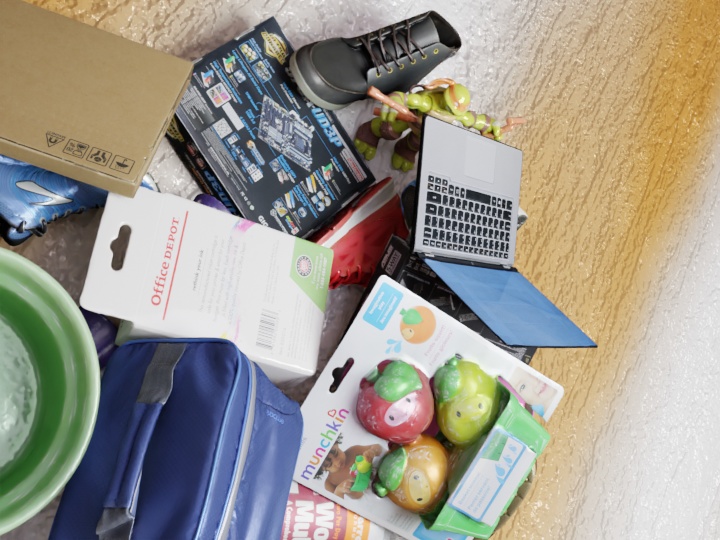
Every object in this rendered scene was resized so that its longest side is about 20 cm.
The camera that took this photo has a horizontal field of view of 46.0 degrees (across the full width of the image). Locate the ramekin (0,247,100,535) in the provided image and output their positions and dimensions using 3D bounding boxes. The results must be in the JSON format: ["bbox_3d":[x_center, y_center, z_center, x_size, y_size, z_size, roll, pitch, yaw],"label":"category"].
[{"bbox_3d":[-0.293,0.086,0.593,0.197,0.097,0.204,8,76,-32],"label":"ramekin"}]

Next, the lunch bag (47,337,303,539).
[{"bbox_3d":[-0.138,0.155,0.623,0.133,0.134,0.203,53,39,-49],"label":"lunch bag"}]

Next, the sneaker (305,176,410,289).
[{"bbox_3d":[0.000,0.000,0.861,0.200,0.078,0.116,-43,102,-31],"label":"sneaker"}]

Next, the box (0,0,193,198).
[{"bbox_3d":[-0.252,-0.151,0.691,0.197,0.021,0.165,18,48,-6],"label":"box"}]

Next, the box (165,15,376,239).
[{"bbox_3d":[-0.095,-0.128,0.843,0.159,0.046,0.202,-41,103,-33],"label":"box"}]

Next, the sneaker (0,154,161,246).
[{"bbox_3d":[-0.265,-0.061,0.709,0.197,0.078,0.091,7,83,-23],"label":"sneaker"}]

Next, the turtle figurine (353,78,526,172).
[{"bbox_3d":[0.060,-0.160,0.881,0.197,0.160,0.066,1,77,-33],"label":"turtle figurine"}]

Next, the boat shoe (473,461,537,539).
[{"bbox_3d":[0.103,0.231,0.825,0.072,0.201,0.067,45,29,19],"label":"boat shoe"}]

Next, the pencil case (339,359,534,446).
[{"bbox_3d":[0.072,0.138,0.816,0.197,0.090,0.096,12,78,-24],"label":"pencil case"}]

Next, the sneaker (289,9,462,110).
[{"bbox_3d":[0.017,-0.226,0.872,0.199,0.105,0.076,-22,85,-51],"label":"sneaker"}]

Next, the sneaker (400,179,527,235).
[{"bbox_3d":[0.101,-0.073,0.935,0.198,0.079,0.091,5,44,-53],"label":"sneaker"}]

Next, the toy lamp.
[{"bbox_3d":[-0.190,0.014,0.746,0.058,0.058,0.201,47,57,-16],"label":"toy lamp"}]

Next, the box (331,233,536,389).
[{"bbox_3d":[0.085,0.074,0.871,0.197,0.050,0.160,21,103,-28],"label":"box"}]

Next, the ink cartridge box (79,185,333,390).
[{"bbox_3d":[-0.129,0.015,0.706,0.197,0.067,0.119,19,64,-23],"label":"ink cartridge box"}]

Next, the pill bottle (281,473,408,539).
[{"bbox_3d":[-0.046,0.219,0.762,0.197,0.109,0.112,12,73,-30],"label":"pill bottle"}]

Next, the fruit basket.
[{"bbox_3d":[0.052,0.133,0.709,0.198,0.094,0.187,31,93,-21],"label":"fruit basket"}]

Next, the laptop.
[{"bbox_3d":[0.146,-0.034,0.814,0.186,0.114,0.204,7,88,-51],"label":"laptop"}]
